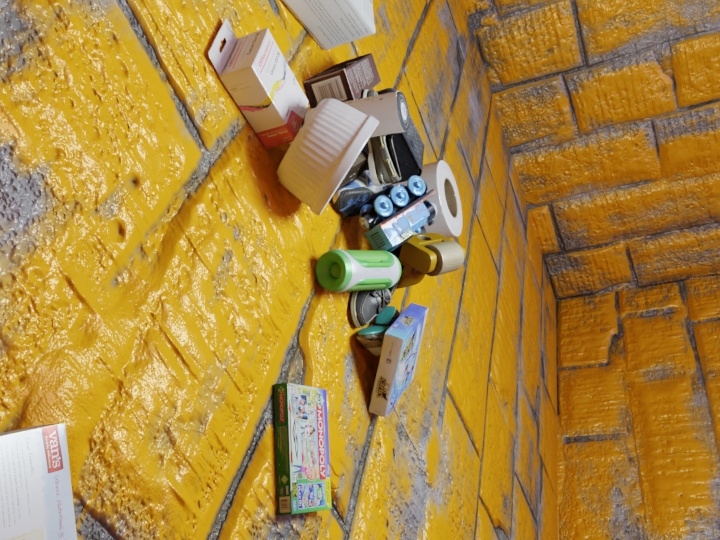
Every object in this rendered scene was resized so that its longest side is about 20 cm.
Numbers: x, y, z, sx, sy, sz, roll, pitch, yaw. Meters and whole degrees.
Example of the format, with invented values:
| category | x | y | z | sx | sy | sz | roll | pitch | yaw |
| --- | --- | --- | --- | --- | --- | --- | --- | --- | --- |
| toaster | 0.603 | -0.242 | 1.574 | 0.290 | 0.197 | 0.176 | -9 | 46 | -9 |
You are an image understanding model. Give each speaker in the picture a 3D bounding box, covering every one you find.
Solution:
| category | x | y | z | sx | sy | sz | roll | pitch | yaw |
| --- | --- | --- | --- | --- | --- | --- | --- | --- | --- |
| speaker | 0.000 | 0.000 | 1.397 | 0.200 | 0.088 | 0.089 | -1 | 80 | -56 |
| speaker | -0.009 | -0.300 | 1.403 | 0.081 | 0.199 | 0.082 | -7 | 90 | -70 |

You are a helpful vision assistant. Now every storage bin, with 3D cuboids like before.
| category | x | y | z | sx | sy | sz | roll | pitch | yaw |
| --- | --- | --- | --- | --- | --- | --- | --- | --- | --- |
| storage bin | 0.054 | -0.301 | 1.625 | 0.200 | 0.135 | 0.094 | 57 | 31 | -41 |

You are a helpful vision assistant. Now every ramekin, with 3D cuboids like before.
| category | x | y | z | sx | sy | sz | roll | pitch | yaw |
| --- | --- | --- | --- | --- | --- | --- | --- | --- | --- |
| ramekin | -0.063 | -0.208 | 1.251 | 0.105 | 0.200 | 0.200 | 32 | 35 | -5 |

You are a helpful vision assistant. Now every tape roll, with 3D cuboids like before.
| category | x | y | z | sx | sy | sz | roll | pitch | yaw |
| --- | --- | --- | --- | --- | --- | --- | --- | --- | --- |
| tape roll | 0.171 | -0.173 | 1.836 | 0.203 | 0.139 | 0.203 | -11 | 90 | -68 |

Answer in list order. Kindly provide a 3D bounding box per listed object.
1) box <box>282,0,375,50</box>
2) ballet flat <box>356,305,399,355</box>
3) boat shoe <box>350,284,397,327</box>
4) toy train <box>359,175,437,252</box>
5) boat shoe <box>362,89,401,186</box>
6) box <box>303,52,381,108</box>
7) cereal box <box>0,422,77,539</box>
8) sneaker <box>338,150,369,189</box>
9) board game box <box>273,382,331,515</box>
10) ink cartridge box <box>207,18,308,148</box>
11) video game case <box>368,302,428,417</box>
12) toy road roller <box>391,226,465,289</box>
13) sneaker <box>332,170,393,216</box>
| category | x | y | z | sx | sy | sz | roll | pitch | yaw |
| --- | --- | --- | --- | --- | --- | --- | --- | --- | --- |
| box | -0.069 | -0.617 | 1.494 | 0.200 | 0.130 | 0.200 | 34 | 50 | -60 |
| ballet flat | 0.045 | 0.138 | 1.506 | 0.200 | 0.068 | 0.076 | -41 | 126 | -68 |
| boat shoe | 0.034 | 0.052 | 1.508 | 0.201 | 0.066 | 0.072 | -56 | 133 | -58 |
| toy train | 0.086 | -0.121 | 1.519 | 0.200 | 0.087 | 0.114 | -34 | 95 | -33 |
| boat shoe | 0.044 | -0.281 | 1.483 | 0.072 | 0.060 | 0.202 | -29 | 112 | -72 |
| box | -0.035 | -0.405 | 1.515 | 0.200 | 0.100 | 0.075 | -54 | 129 | -60 |
| cereal box | -0.337 | 0.220 | 0.611 | 0.200 | 0.039 | 0.144 | 7 | 73 | -66 |
| sneaker | -0.053 | -0.215 | 1.446 | 0.071 | 0.075 | 0.200 | -63 | 166 | 25 |
| board game box | -0.094 | 0.291 | 1.156 | 0.135 | 0.029 | 0.201 | 27 | 55 | -61 |
| ink cartridge box | -0.170 | -0.326 | 1.207 | 0.200 | 0.067 | 0.117 | 57 | 32 | -42 |
| video game case | 0.084 | 0.185 | 1.498 | 0.200 | 0.045 | 0.182 | -39 | 141 | -64 |
| toy road roller | 0.127 | -0.016 | 1.609 | 0.123 | 0.200 | 0.146 | -12 | 121 | -44 |
| sneaker | -0.008 | -0.173 | 1.533 | 0.077 | 0.076 | 0.200 | 44 | 29 | 14 |
